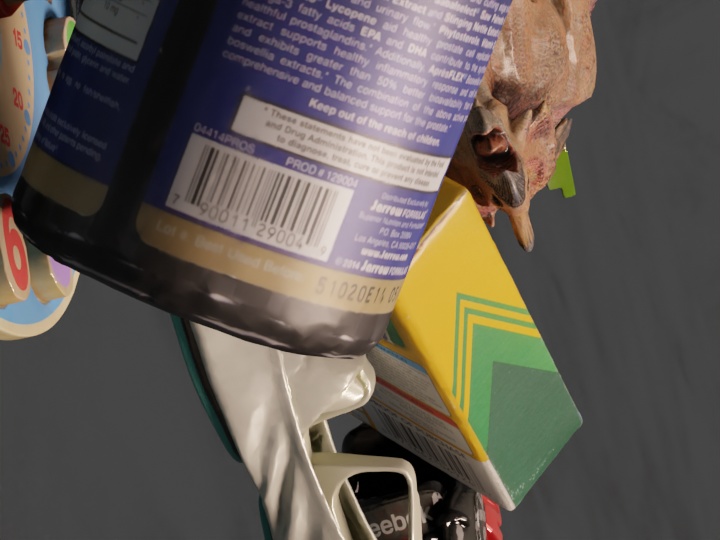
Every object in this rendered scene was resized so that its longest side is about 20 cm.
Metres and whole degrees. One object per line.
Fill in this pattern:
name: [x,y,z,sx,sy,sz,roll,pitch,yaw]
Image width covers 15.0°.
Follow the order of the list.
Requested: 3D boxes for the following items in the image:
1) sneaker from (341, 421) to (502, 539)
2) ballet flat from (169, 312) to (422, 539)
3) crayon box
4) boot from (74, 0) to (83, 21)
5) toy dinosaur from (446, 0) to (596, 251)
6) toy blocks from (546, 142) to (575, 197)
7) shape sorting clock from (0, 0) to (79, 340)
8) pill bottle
sneaker: [0.025,0.141,1.110,0.098,0.071,0.200,62,15,-49]
ballet flat: [-0.016,0.066,1.020,0.069,0.069,0.200,-66,139,-73]
crayon box: [0.000,0.000,1.043,0.126,0.052,0.200,30,-17,34]
boot: [-0.081,-0.149,0.919,0.090,0.073,0.200,42,38,-40]
toy dinosaur: [0.058,-0.080,1.065,0.200,0.086,0.136,-25,89,-53]
toy blocks: [0.008,-0.111,1.214,0.100,0.137,0.200,-104,179,-56]
shape sorting clock: [-0.115,-0.079,0.796,0.200,0.039,0.200,-15,90,-79]
pill bottle: [-0.013,-0.086,0.753,0.112,0.112,0.200,-19,131,-79]
